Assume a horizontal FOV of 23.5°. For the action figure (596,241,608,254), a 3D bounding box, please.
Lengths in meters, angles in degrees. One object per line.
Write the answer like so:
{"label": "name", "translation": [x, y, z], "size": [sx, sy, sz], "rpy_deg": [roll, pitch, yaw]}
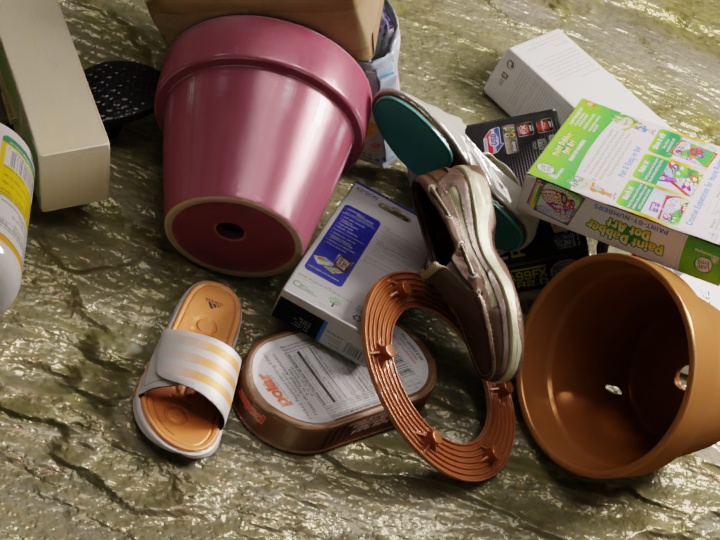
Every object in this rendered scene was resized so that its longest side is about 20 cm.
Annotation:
{"label": "action figure", "translation": [0.249, -0.048, 1.757], "size": [0.200, 0.102, 0.119], "rpy_deg": [-35, 59, -24]}

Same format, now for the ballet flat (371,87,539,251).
{"label": "ballet flat", "translation": [0.092, -0.102, 1.620], "size": [0.200, 0.069, 0.069], "rpy_deg": [45, 41, -4]}

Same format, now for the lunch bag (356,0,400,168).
{"label": "lunch bag", "translation": [-0.029, -0.215, 1.712], "size": [0.127, 0.170, 0.200], "rpy_deg": [-31, 62, -13]}

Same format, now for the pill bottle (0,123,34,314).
{"label": "pill bottle", "translation": [-0.330, -0.024, 1.415], "size": [0.113, 0.113, 0.200], "rpy_deg": [13, 43, -17]}

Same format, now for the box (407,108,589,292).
{"label": "box", "translation": [0.131, -0.063, 1.694], "size": [0.160, 0.044, 0.200], "rpy_deg": [-10, 48, 5]}

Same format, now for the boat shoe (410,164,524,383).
{"label": "boat shoe", "translation": [0.086, 0.006, 1.537], "size": [0.075, 0.075, 0.202], "rpy_deg": [-4, 70, -25]}

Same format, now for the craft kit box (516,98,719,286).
{"label": "craft kit box", "translation": [0.267, -0.078, 1.615], "size": [0.197, 0.049, 0.200], "rpy_deg": [24, 33, 11]}

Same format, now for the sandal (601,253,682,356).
{"label": "sandal", "translation": [0.277, 0.005, 1.699], "size": [0.050, 0.203, 0.082], "rpy_deg": [21, -14, 41]}

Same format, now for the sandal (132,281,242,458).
{"label": "sandal", "translation": [-0.138, 0.067, 1.465], "size": [0.079, 0.059, 0.207], "rpy_deg": [19, 42, -10]}

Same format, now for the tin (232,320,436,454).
{"label": "tin", "translation": [-0.021, 0.095, 1.518], "size": [0.200, 0.042, 0.112], "rpy_deg": [-15, 52, -38]}

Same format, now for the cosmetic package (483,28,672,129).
{"label": "cosmetic package", "translation": [0.245, -0.171, 1.906], "size": [0.102, 0.074, 0.200], "rpy_deg": [-26, 65, -43]}

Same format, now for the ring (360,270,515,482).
{"label": "ring", "translation": [0.075, 0.089, 1.522], "size": [0.200, 0.019, 0.201], "rpy_deg": [33, 43, -36]}

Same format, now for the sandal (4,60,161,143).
{"label": "sandal", "translation": [-0.265, -0.139, 1.628], "size": [0.200, 0.045, 0.075], "rpy_deg": [-33, 62, -30]}

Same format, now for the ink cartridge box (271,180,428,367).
{"label": "ink cartridge box", "translation": [0.000, 0.000, 1.575], "size": [0.099, 0.039, 0.200], "rpy_deg": [29, 38, 3]}

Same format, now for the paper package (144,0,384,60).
{"label": "paper package", "translation": [-0.078, -0.297, 1.611], "size": [0.200, 0.103, 0.191], "rpy_deg": [2, 60, 12]}

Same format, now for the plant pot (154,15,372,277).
{"label": "plant pot", "translation": [-0.099, -0.101, 1.576], "size": [0.200, 0.200, 0.179], "rpy_deg": [17, 58, -12]}

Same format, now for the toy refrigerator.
{"label": "toy refrigerator", "translation": [-0.285, -0.155, 1.559], "size": [0.070, 0.076, 0.200], "rpy_deg": [-12, 55, -18]}

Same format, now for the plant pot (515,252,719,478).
{"label": "plant pot", "translation": [0.260, 0.091, 1.570], "size": [0.140, 0.200, 0.200], "rpy_deg": [9, 42, -44]}

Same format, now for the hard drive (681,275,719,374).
{"label": "hard drive", "translation": [0.387, 0.071, 1.769], "size": [0.200, 0.026, 0.132], "rpy_deg": [18, 42, -12]}
